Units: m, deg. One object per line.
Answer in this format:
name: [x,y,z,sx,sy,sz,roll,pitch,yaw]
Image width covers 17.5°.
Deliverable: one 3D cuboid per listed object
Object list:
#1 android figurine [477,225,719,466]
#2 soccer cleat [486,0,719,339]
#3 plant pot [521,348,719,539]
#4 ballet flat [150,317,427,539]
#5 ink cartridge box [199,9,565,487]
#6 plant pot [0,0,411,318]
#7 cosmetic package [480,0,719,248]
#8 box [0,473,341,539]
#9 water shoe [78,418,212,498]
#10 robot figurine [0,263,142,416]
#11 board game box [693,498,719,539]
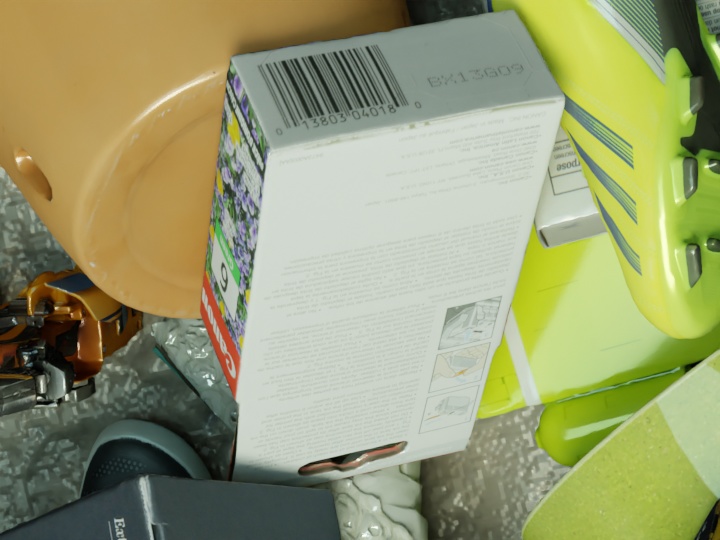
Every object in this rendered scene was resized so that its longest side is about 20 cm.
android figurine: [0.081,-0.011,0.963,0.199,0.041,0.183,-14,95,16]
soccer cleat: [0.087,-0.072,0.834,0.084,0.065,0.201,-14,87,35]
plant pot: [0.191,0.125,0.855,0.187,0.187,0.200,-40,74,18]
ballet flat: [-0.016,0.071,0.960,0.072,0.072,0.200,-50,57,17]
ink cartridge box: [0.000,0.000,0.857,0.200,0.109,0.050,101,151,-49]
plant pot: [-0.061,-0.078,0.884,0.200,0.200,0.140,-40,50,18]
cosmetic package: [0.094,-0.119,0.894,0.103,0.073,0.201,-12,84,5]
box: [-0.102,0.178,0.895,0.200,0.107,0.149,-24,68,36]
water shoe: [-0.103,0.167,1.022,0.071,0.079,0.201,7,101,14]
robot figurine: [-0.170,0.026,0.954,0.144,0.200,0.058,-2,99,15]
board game box: [0.145,0.201,0.780,0.165,0.057,0.200,28,112,4]
